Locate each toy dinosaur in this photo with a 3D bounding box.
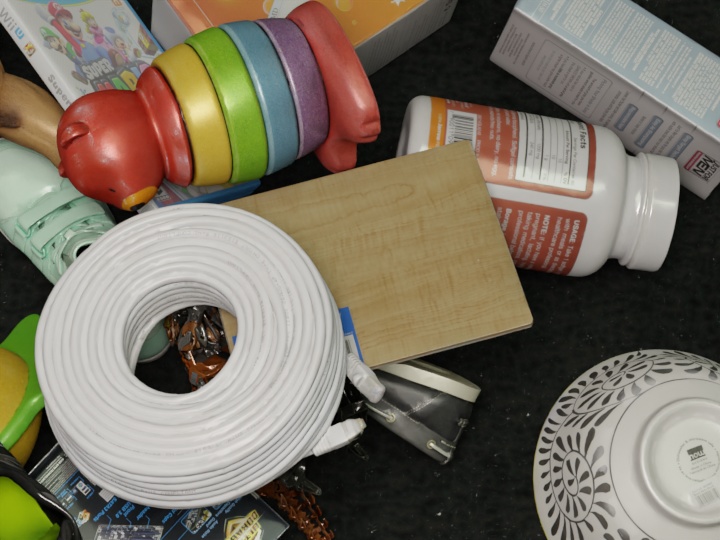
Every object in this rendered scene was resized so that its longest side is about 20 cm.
[{"bbox_3d":[-0.062,0.103,1.383,0.200,0.135,0.102,44,64,-25],"label":"toy dinosaur"}]

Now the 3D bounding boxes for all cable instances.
[{"bbox_3d":[-0.110,0.054,1.275,0.199,0.069,0.200,-31,63,-7],"label":"cable"}]

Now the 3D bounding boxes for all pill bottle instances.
[{"bbox_3d":[0.125,-0.057,1.450,0.199,0.112,0.113,10,73,-4],"label":"pill bottle"}]

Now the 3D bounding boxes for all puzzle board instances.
[{"bbox_3d":[0.000,0.000,1.345,0.199,0.017,0.151,-15,61,-4],"label":"puzzle board"}]

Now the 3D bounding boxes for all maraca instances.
[{"bbox_3d":[-0.265,0.097,1.353,0.200,0.137,0.107,-37,126,-8],"label":"maraca"}]

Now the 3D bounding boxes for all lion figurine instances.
[{"bbox_3d":[-0.231,-0.106,1.395,0.199,0.073,0.123,17,30,-16],"label":"lion figurine"}]

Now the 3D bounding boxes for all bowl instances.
[{"bbox_3d":[0.228,0.143,1.416,0.199,0.094,0.202,2,74,-6],"label":"bowl"}]

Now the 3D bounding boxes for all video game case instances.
[{"bbox_3d":[-0.167,-0.127,1.432,0.018,0.143,0.200,-41,80,28],"label":"video game case"}]

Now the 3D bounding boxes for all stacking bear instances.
[{"bbox_3d":[-0.105,-0.100,1.331,0.199,0.121,0.114,-19,82,-17],"label":"stacking bear"}]

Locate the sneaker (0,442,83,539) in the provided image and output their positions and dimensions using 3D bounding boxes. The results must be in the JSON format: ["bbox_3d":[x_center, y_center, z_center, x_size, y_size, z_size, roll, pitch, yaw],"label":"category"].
[{"bbox_3d":[-0.207,0.189,1.282,0.071,0.083,0.200,-38,117,-12],"label":"sneaker"}]

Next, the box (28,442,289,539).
[{"bbox_3d":[-0.172,0.197,1.376,0.159,0.046,0.200,41,74,5],"label":"box"}]

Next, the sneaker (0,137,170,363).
[{"bbox_3d":[-0.200,-0.031,1.400,0.074,0.118,0.201,-40,81,-14],"label":"sneaker"}]

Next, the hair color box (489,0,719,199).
[{"bbox_3d":[0.202,-0.144,1.490,0.199,0.099,0.061,34,72,3],"label":"hair color box"}]

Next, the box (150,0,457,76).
[{"bbox_3d":[-0.039,-0.198,1.477,0.200,0.098,0.125,-35,81,-14],"label":"box"}]

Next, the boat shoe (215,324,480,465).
[{"bbox_3d":[-0.018,0.079,1.419,0.199,0.072,0.068,20,98,4],"label":"boat shoe"}]
